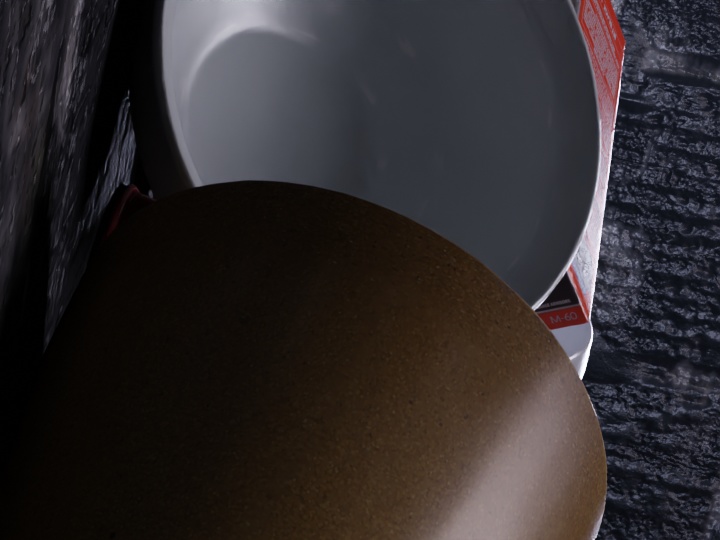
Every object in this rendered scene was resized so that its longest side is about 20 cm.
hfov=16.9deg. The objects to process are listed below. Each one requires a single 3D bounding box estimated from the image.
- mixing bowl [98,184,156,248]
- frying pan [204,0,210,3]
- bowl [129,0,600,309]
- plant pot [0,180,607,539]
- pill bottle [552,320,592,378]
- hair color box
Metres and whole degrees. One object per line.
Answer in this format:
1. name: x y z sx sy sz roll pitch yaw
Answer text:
1. mixing bowl: -0.060 0.073 0.961 0.200 0.108 0.201 10 90 -90
2. frying pan: -0.071 -0.061 1.021 0.190 0.031 0.115 9 91 -83
3. bowl: -0.012 -0.058 0.911 0.090 0.201 0.201 -21 -128 52
4. plant pot: -0.043 0.105 0.712 0.200 0.186 0.187 -59 165 -47
5. pill bottle: 0.041 0.103 1.093 0.113 0.112 0.200 -78 180 -62
6. hair color box: 0.049 -0.054 1.052 0.200 0.111 0.064 -75 147 -49
